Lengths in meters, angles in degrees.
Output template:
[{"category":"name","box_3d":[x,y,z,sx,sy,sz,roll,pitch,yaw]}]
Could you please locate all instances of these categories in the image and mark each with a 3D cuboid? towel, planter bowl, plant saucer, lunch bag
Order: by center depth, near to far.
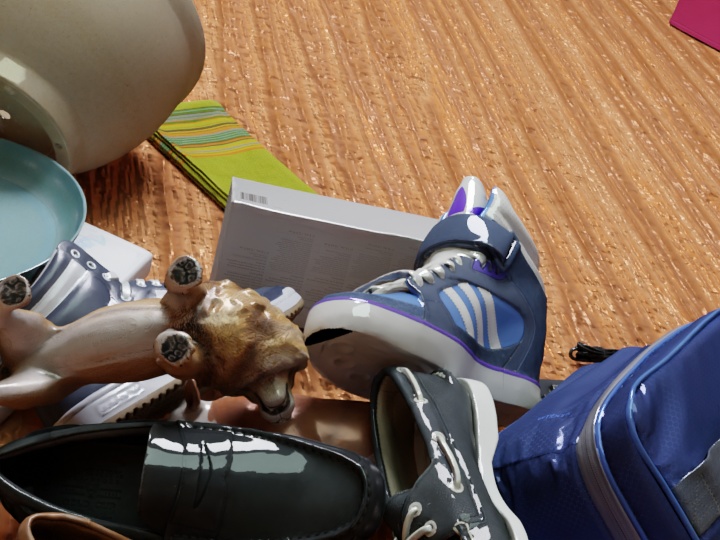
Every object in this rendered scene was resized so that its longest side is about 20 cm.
[{"category":"lunch bag","box_3d":[0.180,0.109,0.722,0.199,0.132,0.137,-30,90,-48]},{"category":"plant saucer","box_3d":[-0.270,-0.032,0.794,0.198,0.028,0.201,8,32,-5]},{"category":"planter bowl","box_3d":[-0.226,-0.144,0.912,0.198,0.201,0.136,21,56,5]},{"category":"towel","box_3d":[-0.091,-0.079,1.020,0.086,0.018,0.200,-16,46,-41]}]

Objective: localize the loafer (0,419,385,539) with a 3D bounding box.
[{"category":"loafer","box_3d":[-0.088,0.108,0.633,0.198,0.070,0.069,0,69,14]}]

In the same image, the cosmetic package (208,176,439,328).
[{"category":"cosmetic package","box_3d":[0.000,0.000,0.884,0.198,0.083,0.051,12,22,-11]}]

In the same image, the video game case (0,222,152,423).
[{"category":"video game case","box_3d":[-0.254,0.004,0.808,0.180,0.024,0.200,24,32,8]}]

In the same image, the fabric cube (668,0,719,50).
[{"category":"fabric cube","box_3d":[0.539,-0.367,1.599,0.199,0.201,0.195,36,35,26]}]

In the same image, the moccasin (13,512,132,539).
[{"category":"moccasin","box_3d":[-0.070,0.169,0.597,0.200,0.078,0.074,28,33,6]}]

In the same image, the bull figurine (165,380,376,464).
[{"category":"bull figurine","box_3d":[-0.017,0.114,0.725,0.198,0.066,0.122,1,40,-23]}]

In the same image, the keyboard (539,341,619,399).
[{"category":"keyboard","box_3d":[0.205,0.090,0.913,0.198,0.021,0.128,5,35,-22]}]

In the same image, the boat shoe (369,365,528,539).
[{"category":"boat shoe","box_3d":[0.038,0.124,0.639,0.060,0.076,0.201,16,28,-16]}]

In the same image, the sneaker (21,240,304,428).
[{"category":"sneaker","box_3d":[-0.125,0.025,0.771,0.109,0.070,0.199,50,43,10]}]

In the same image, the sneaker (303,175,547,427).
[{"category":"sneaker","box_3d":[0.042,0.004,0.782,0.199,0.080,0.148,25,58,-43]}]

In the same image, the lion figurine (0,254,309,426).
[{"category":"lion figurine","box_3d":[-0.126,0.040,0.660,0.197,0.123,0.073,-1,76,1]}]
